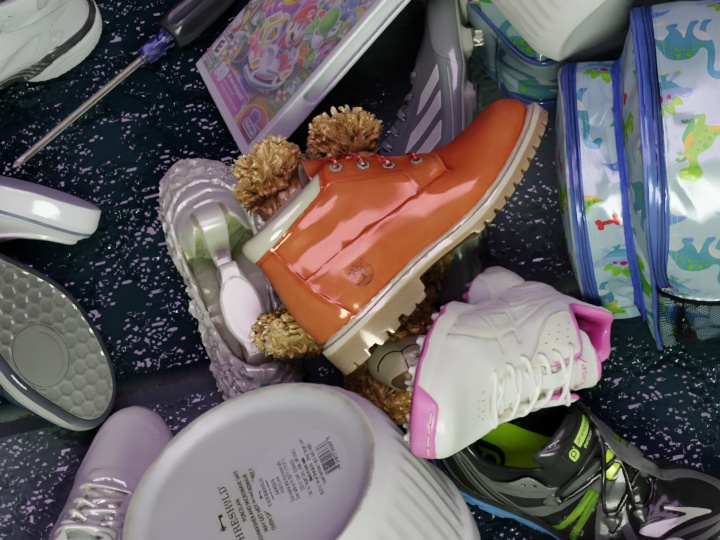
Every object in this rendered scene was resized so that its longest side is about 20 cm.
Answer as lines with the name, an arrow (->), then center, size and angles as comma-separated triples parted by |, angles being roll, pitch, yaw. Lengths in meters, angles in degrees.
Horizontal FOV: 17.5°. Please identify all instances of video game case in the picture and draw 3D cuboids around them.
video game case -> -0.021, -0.173, 1.493 | 0.200, 0.018, 0.143 | -48, 32, 12

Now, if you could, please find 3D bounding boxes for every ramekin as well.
ramekin -> -0.042, 0.156, 1.318 | 0.200, 0.105, 0.200 | -18, 40, 16
ramekin -> 0.159, -0.205, 1.392 | 0.202, 0.202, 0.094 | -28, 79, -9

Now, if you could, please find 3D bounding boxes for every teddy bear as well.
teddy bear -> 0.000, 0.000, 1.403 | 0.145, 0.067, 0.200 | -8, 89, -24

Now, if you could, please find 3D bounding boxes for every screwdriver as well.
screwdriver -> -0.160, -0.134, 1.569 | 0.200, 0.028, 0.029 | -40, 35, -13

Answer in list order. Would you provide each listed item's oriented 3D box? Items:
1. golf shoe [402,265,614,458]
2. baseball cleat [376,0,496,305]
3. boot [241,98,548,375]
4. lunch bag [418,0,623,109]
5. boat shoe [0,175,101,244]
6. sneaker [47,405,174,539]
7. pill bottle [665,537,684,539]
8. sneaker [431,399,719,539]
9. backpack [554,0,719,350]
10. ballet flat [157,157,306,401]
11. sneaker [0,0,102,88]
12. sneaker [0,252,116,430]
golf shoe -> 0.086, 0.052, 1.326 | 0.091, 0.075, 0.200 | 11, 25, 18
baseball cleat -> 0.029, -0.078, 1.468 | 0.106, 0.070, 0.200 | -3, 82, 7
boot -> 0.022, -0.047, 1.356 | 0.107, 0.075, 0.200 | 44, 71, 0
lunch bag -> 0.118, -0.214, 1.547 | 0.161, 0.082, 0.200 | -37, 65, -12
boat shoe -> -0.269, -0.033, 1.512 | 0.200, 0.074, 0.065 | 10, 95, 5
sneaker -> -0.153, 0.166, 1.382 | 0.070, 0.080, 0.201 | 8, 62, 12
pill bottle -> 0.115, 0.239, 1.295 | 0.200, 0.112, 0.112 | -25, 63, -8
sneaker -> 0.133, 0.123, 1.369 | 0.199, 0.083, 0.071 | 19, 62, 14
backpack -> 0.190, -0.061, 1.393 | 0.147, 0.200, 0.183 | -4, 63, 4
ballet flat -> -0.080, -0.001, 1.468 | 0.072, 0.072, 0.200 | -20, 62, -4
sneaker -> -0.268, -0.149, 1.537 | 0.200, 0.115, 0.075 | -33, 64, -11
sneaker -> -0.256, 0.040, 1.458 | 0.202, 0.146, 0.077 | 41, 52, -13
